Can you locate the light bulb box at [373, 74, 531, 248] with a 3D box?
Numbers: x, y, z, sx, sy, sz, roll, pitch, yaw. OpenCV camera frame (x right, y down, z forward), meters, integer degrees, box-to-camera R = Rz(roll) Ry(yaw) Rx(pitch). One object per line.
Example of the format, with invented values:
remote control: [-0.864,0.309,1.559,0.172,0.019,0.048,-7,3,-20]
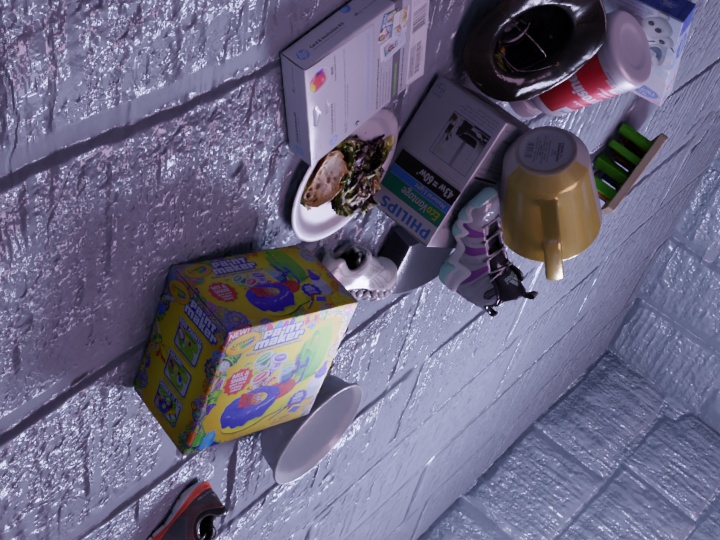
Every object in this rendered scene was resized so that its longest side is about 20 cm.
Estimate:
light bulb box: [0.138,-0.146,1.401,0.201,0.125,0.198,-57,158,15]

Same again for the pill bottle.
pill bottle: [0.310,-0.292,1.427,0.199,0.113,0.112,-15,-169,46]

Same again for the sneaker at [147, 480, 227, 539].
sneaker: [-0.274,0.424,1.514,0.201,0.082,0.077,-58,157,14]

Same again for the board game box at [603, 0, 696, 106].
board game box: [0.384,-0.360,1.461,0.043,0.199,0.199,-50,159,-17]

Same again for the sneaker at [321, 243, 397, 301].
sneaker: [0.000,0.000,1.432,0.199,0.075,0.082,-16,130,-57]

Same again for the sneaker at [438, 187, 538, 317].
sneaker: [0.191,-0.014,1.351,0.078,0.140,0.201,-37,155,-28]

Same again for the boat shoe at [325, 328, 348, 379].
boat shoe: [-0.074,0.140,1.493,0.200,0.062,0.075,-39,149,-44]

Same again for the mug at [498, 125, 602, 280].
mug: [0.264,-0.103,1.329,0.149,0.187,0.154,-30,146,-8]

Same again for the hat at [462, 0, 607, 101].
hat: [0.228,-0.327,1.325,0.198,0.081,0.202,-6,141,-5]

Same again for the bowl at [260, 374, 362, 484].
bowl: [-0.094,0.236,1.572,0.201,0.090,0.202,-42,157,-23]

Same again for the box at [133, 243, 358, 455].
box: [-0.139,0.089,1.178,0.199,0.122,0.194,-12,136,-44]

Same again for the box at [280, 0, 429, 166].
box: [-0.002,-0.231,1.103,0.200,0.041,0.156,-44,157,-24]

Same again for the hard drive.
hard drive: [0.094,-0.024,1.611,0.199,0.042,0.136,-18,140,-55]

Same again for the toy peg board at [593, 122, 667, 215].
toy peg board: [0.587,-0.239,2.234,0.201,0.098,0.199,-54,174,6]

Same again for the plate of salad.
plate of salad: [-0.011,-0.115,1.255,0.200,0.048,0.201,-43,156,-24]
